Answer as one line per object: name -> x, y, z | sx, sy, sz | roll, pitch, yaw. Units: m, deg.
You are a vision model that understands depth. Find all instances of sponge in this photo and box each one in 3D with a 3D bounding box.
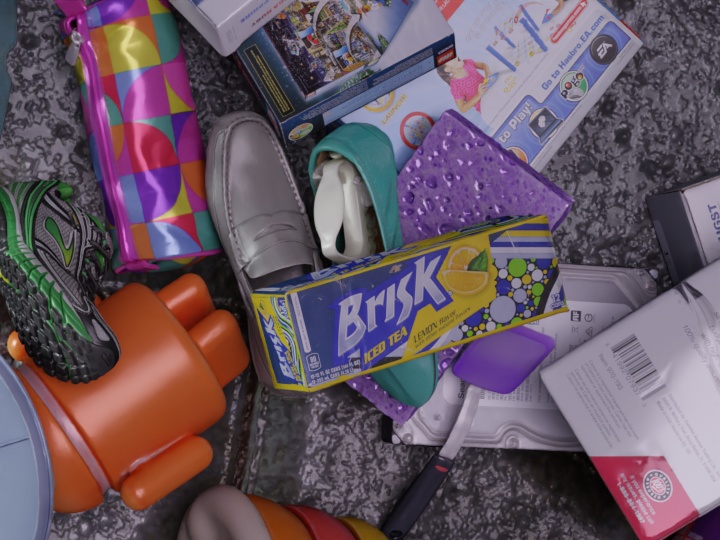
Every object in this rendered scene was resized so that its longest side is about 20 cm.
sponge -> 0.047, -0.002, 1.677 | 0.111, 0.030, 0.200 | 38, 103, 8

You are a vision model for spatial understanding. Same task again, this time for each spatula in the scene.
spatula -> 0.066, 0.117, 1.699 | 0.056, 0.021, 0.201 | 22, 110, -24

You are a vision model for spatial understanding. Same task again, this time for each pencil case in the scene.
pencil case -> -0.155, -0.097, 1.661 | 0.088, 0.088, 0.201 | -15, 92, -13

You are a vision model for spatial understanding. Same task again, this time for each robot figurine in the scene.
robot figurine -> -0.172, 0.088, 1.634 | 0.200, 0.117, 0.144 | -35, 98, -12

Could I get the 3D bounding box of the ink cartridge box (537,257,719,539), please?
ink cartridge box -> 0.246, 0.080, 1.678 | 0.199, 0.083, 0.146 | -32, 85, 4

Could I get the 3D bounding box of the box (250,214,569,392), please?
box -> 0.033, 0.020, 1.580 | 0.199, 0.064, 0.070 | -17, 97, -24

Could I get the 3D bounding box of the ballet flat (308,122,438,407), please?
ballet flat -> 0.000, 0.000, 1.634 | 0.070, 0.067, 0.201 | -11, 90, -45

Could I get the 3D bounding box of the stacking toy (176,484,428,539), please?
stacking toy -> -0.020, 0.215, 1.678 | 0.199, 0.146, 0.147 | -4, 90, -30

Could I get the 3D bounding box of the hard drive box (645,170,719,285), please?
hard drive box -> 0.335, -0.016, 1.780 | 0.199, 0.077, 0.157 | -19, 93, -14

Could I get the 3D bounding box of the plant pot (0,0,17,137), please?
plant pot -> -0.338, -0.137, 1.572 | 0.195, 0.200, 0.201 | 10, 86, -22

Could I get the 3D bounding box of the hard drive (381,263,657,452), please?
hard drive -> 0.117, 0.062, 1.746 | 0.199, 0.038, 0.141 | 4, 88, -13

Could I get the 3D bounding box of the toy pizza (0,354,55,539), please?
toy pizza -> -0.272, 0.126, 1.593 | 0.032, 0.199, 0.201 | -16, 93, -52

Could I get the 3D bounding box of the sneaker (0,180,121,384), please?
sneaker -> -0.200, -0.003, 1.601 | 0.085, 0.200, 0.078 | -17, 134, -17

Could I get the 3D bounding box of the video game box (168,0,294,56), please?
video game box -> -0.088, -0.273, 1.653 | 0.182, 0.047, 0.200 | -39, 68, -14

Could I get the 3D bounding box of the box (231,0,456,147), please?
box -> -0.040, -0.201, 1.663 | 0.136, 0.038, 0.201 | -28, 67, -6

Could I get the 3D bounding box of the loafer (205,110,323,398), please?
loafer -> -0.057, -0.012, 1.635 | 0.070, 0.070, 0.201 | -18, 97, -21

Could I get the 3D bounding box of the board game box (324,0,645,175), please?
board game box -> 0.068, -0.153, 1.729 | 0.196, 0.056, 0.200 | 41, 80, -9

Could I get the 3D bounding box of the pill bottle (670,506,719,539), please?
pill bottle -> 0.314, 0.169, 1.752 | 0.112, 0.112, 0.200 | 36, 80, -10
